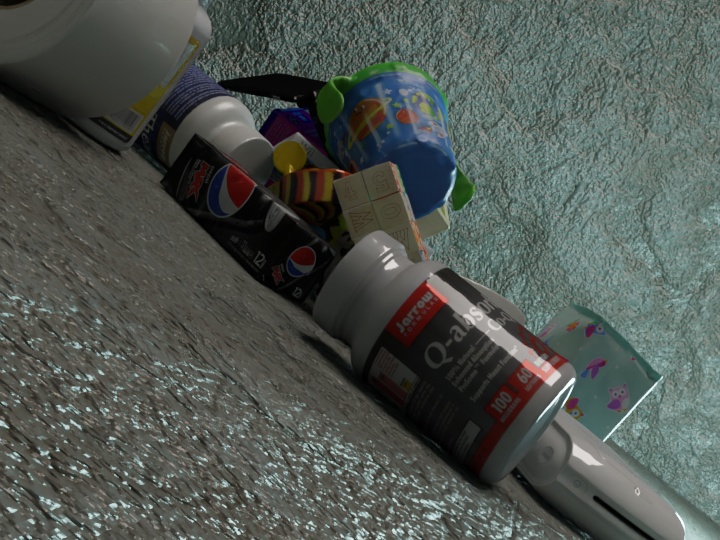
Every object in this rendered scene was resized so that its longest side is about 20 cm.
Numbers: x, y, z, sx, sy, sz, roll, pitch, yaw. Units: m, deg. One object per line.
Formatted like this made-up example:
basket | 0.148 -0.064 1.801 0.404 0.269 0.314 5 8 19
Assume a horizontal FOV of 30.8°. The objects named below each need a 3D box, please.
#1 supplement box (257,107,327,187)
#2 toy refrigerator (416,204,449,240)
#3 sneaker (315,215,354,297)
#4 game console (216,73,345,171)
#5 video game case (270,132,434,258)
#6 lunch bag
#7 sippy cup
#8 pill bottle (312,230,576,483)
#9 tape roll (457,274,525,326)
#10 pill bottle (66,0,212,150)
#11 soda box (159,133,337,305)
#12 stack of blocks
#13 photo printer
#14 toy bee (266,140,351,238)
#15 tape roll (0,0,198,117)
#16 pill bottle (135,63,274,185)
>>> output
supplement box | -0.041 -0.101 1.609 0.200 0.104 0.101 41 20 9
toy refrigerator | 0.054 -0.132 1.519 0.076 0.069 0.202 52 23 -43
sneaker | 0.000 0.000 1.391 0.084 0.075 0.201 35 18 -25
game console | -0.057 -0.170 1.561 0.178 0.115 0.200 67 22 -4
video game case | -0.021 -0.072 1.463 0.199 0.018 0.143 40 -16 -13
lunch bag | 0.227 0.128 1.491 0.122 0.171 0.200 42 0 -12
sippy cup | 0.039 -0.124 1.345 0.175 0.141 0.131 -3 37 -13
pill bottle | 0.064 0.066 1.049 0.199 0.116 0.116 38 3 16
tape roll | 0.092 0.041 1.507 0.200 0.037 0.203 20 -12 4
pill bottle | -0.215 -0.226 1.272 0.112 0.201 0.112 37 3 -2
soda box | -0.110 -0.052 1.249 0.071 0.064 0.200 34 5 -47
stack of blocks | 0.038 0.003 1.244 0.115 0.058 0.202 -16 88 -84
photo printer | 0.215 0.198 1.252 0.166 0.070 0.200 37 4 -19
toy bee | -0.087 -0.054 1.354 0.107 0.201 0.132 8 51 -19
tape roll | -0.262 -0.254 1.159 0.202 0.203 0.139 39 3 26
pill bottle | -0.187 -0.160 1.459 0.200 0.111 0.111 40 4 32
